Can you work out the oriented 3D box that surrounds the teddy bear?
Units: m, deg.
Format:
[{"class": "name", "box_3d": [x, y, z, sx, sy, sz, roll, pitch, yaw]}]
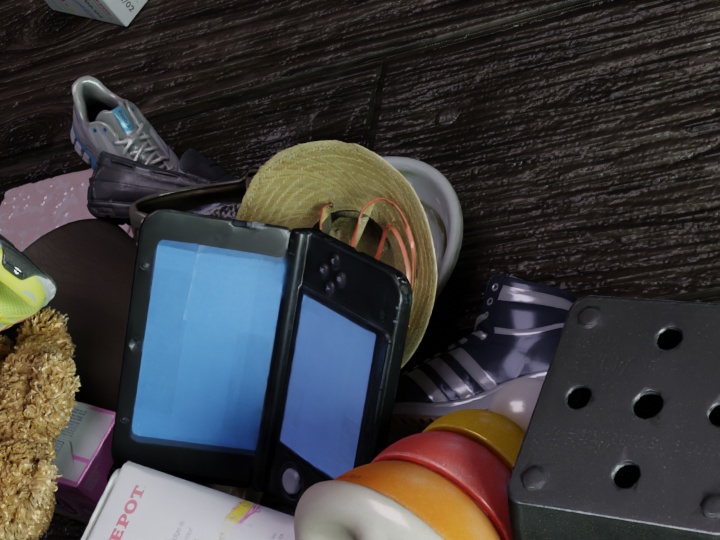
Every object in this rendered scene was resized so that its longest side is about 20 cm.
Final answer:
[{"class": "teddy bear", "box_3d": [-0.266, 0.111, 1.034, 0.144, 0.067, 0.201, -14, 48, 29]}]

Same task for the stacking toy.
[{"class": "stacking toy", "box_3d": [0.068, 0.135, 0.858, 0.146, 0.147, 0.200, 13, 44, 40]}]

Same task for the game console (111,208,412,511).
[{"class": "game console", "box_3d": [-0.072, 0.075, 0.951, 0.176, 0.116, 0.201, 27, 113, 47]}]

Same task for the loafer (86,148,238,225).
[{"class": "loafer", "box_3d": [-0.147, -0.074, 1.228, 0.199, 0.068, 0.071, 4, 84, 10]}]

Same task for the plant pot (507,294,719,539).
[{"class": "plant pot", "box_3d": [0.193, 0.120, 0.796, 0.199, 0.178, 0.200, 3, 57, 37]}]

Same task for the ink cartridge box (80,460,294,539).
[{"class": "ink cartridge box", "box_3d": [-0.097, 0.233, 0.931, 0.199, 0.088, 0.146, 15, 64, 18]}]

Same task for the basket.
[{"class": "basket", "box_3d": [-0.196, 0.059, 1.151, 0.199, 0.136, 0.180, 23, 55, 40]}]

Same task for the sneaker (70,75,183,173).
[{"class": "sneaker", "box_3d": [-0.216, -0.110, 1.300, 0.075, 0.087, 0.200, -38, 63, -22]}]

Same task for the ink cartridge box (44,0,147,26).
[{"class": "ink cartridge box", "box_3d": [-0.312, -0.347, 1.571, 0.199, 0.115, 0.068, 19, 68, 43]}]

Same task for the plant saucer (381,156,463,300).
[{"class": "plant saucer", "box_3d": [0.000, 0.000, 1.119, 0.199, 0.050, 0.201, -18, 47, 21]}]

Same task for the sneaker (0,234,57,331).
[{"class": "sneaker", "box_3d": [-0.301, 0.032, 1.056, 0.200, 0.078, 0.090, -25, 25, 55]}]

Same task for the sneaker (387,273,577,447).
[{"class": "sneaker", "box_3d": [0.072, 0.070, 0.996, 0.199, 0.070, 0.109, -13, 54, 18]}]

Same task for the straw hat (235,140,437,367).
[{"class": "straw hat", "box_3d": [0.003, -0.003, 1.015, 0.200, 0.085, 0.202, 7, 101, 41]}]

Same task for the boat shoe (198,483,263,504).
[{"class": "boat shoe", "box_3d": [-0.110, 0.170, 1.048, 0.073, 0.063, 0.201, 9, 62, 39]}]

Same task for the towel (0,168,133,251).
[{"class": "towel", "box_3d": [-0.297, -0.023, 1.359, 0.199, 0.032, 0.192, -10, 51, 27]}]

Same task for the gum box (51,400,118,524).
[{"class": "gum box", "box_3d": [-0.234, 0.154, 1.110, 0.199, 0.114, 0.066, 9, 61, 39]}]

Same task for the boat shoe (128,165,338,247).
[{"class": "boat shoe", "box_3d": [-0.086, -0.047, 1.109, 0.200, 0.061, 0.072, -13, 37, 4]}]
